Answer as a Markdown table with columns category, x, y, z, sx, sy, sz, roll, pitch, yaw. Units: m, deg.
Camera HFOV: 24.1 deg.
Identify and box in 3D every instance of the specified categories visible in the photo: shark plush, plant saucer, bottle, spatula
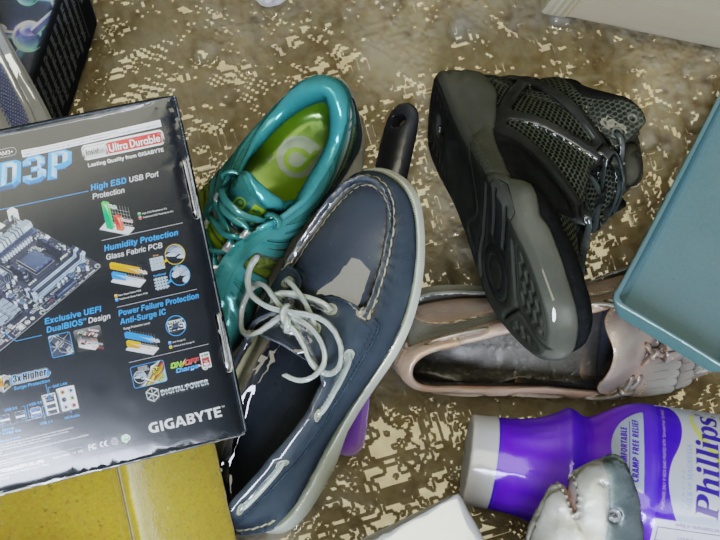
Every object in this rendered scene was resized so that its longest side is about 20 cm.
| category | x | y | z | sx | sy | sz | roll | pitch | yaw |
| --- | --- | --- | --- | --- | --- | --- | --- | --- | --- |
| shark plush | 0.135 | 0.192 | 0.821 | 0.083 | 0.091 | 0.201 | -30 | 94 | -7 |
| plant saucer | -0.164 | 0.136 | 0.828 | 0.199 | 0.048 | 0.201 | -17 | 78 | 12 |
| bottle | 0.152 | 0.111 | 0.867 | 0.199 | 0.065 | 0.084 | 9 | 50 | 0 |
| plant saucer | 0.194 | -0.028 | 0.891 | 0.070 | 0.019 | 0.200 | 31 | 52 | 4 |
| spatula | 0.000 | 0.000 | 0.911 | 0.056 | 0.021 | 0.201 | 4 | 68 | 32 |

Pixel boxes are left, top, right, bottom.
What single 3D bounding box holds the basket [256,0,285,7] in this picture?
| category | x | y | z | sx | sy | sz | roll | pitch | yaw |
| --- | --- | --- | --- | --- | --- | --- | --- | --- | --- |
| basket | -0.043 | -0.289 | 0.893 | 0.161 | 0.198 | 0.200 | -36 | 80 | -14 |

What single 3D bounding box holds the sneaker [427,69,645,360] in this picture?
| category | x | y | z | sx | sy | sz | roll | pitch | yaw |
| --- | --- | --- | --- | --- | --- | --- | --- | --- | --- |
| sneaker | 0.108 | -0.037 | 0.869 | 0.113 | 0.077 | 0.200 | -4 | 39 | -9 |

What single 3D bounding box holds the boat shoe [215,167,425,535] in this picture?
| category | x | y | z | sx | sy | sz | roll | pitch | yaw |
| --- | --- | --- | --- | --- | --- | --- | --- | --- | --- |
| boat shoe | -0.031 | 0.040 | 0.851 | 0.075 | 0.062 | 0.201 | 32 | 99 | 30 |

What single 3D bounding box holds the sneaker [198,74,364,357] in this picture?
| category | x | y | z | sx | sy | sz | roll | pitch | yaw |
| --- | --- | --- | --- | --- | --- | --- | --- | --- | --- |
| sneaker | -0.068 | -0.022 | 0.886 | 0.077 | 0.080 | 0.201 | 32 | 78 | 6 |

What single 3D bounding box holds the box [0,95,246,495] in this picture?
| category | x | y | z | sx | sy | sz | roll | pitch | yaw |
| --- | --- | --- | --- | --- | --- | --- | --- | --- | --- |
| box | -0.163 | 0.018 | 0.761 | 0.199 | 0.046 | 0.160 | -13 | 95 | -10 |

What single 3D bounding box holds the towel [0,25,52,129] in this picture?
| category | x | y | z | sx | sy | sz | roll | pitch | yaw |
| --- | --- | --- | --- | --- | --- | --- | --- | --- | --- |
| towel | -0.234 | -0.032 | 0.800 | 0.199 | 0.024 | 0.147 | -27 | 79 | -8 |

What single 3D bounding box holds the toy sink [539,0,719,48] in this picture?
| category | x | y | z | sx | sy | sz | roll | pitch | yaw |
| --- | --- | --- | --- | --- | --- | --- | --- | --- | --- |
| toy sink | 0.161 | -0.208 | 0.920 | 0.199 | 0.112 | 0.131 | 9 | 76 | -8 |

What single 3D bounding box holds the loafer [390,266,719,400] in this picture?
| category | x | y | z | sx | sy | sz | roll | pitch | yaw |
| --- | --- | --- | --- | --- | --- | --- | --- | --- | --- |
| loafer | 0.113 | 0.042 | 0.878 | 0.199 | 0.063 | 0.072 | -3 | 111 | 0 |

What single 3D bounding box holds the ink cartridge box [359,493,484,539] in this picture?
| category | x | y | z | sx | sy | sz | roll | pitch | yaw |
| --- | --- | --- | --- | --- | --- | --- | --- | --- | --- |
| ink cartridge box | 0.052 | 0.217 | 0.801 | 0.083 | 0.145 | 0.201 | -27 | 79 | -8 |

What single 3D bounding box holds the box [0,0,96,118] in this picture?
| category | x | y | z | sx | sy | sz | roll | pitch | yaw |
| --- | --- | --- | --- | --- | --- | --- | --- | --- | --- |
| box | -0.239 | -0.081 | 0.878 | 0.147 | 0.107 | 0.201 | 14 | 76 | 1 |
